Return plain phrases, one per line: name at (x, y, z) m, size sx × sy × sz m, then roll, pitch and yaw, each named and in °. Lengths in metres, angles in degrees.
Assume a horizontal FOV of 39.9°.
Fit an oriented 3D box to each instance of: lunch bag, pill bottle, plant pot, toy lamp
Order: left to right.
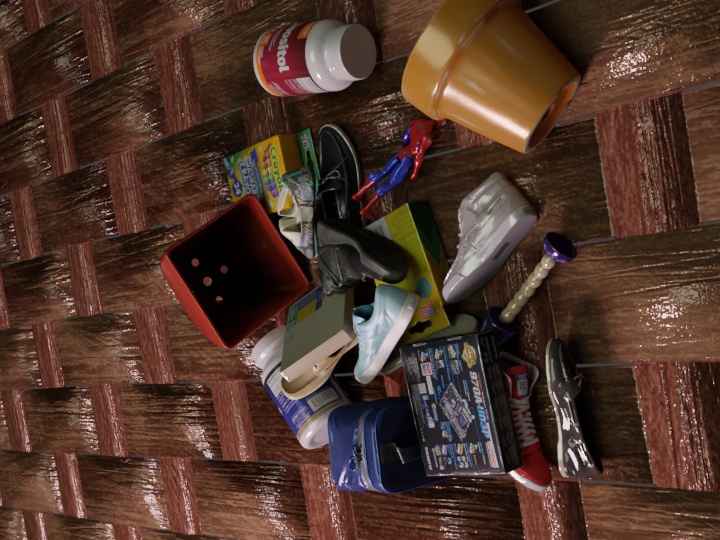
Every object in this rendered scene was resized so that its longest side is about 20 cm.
plant pot at (-0.247, 0.011, 1.778) m, size 0.201 × 0.199 × 0.176 m, roll 58°, pitch 151°, yaw -10°
pill bottle at (-0.103, 0.201, 1.743) m, size 0.201 × 0.115 × 0.116 m, roll 54°, pitch 130°, yaw 24°
pill bottle at (-0.073, -0.345, 1.608) m, size 0.198 × 0.112 × 0.115 m, roll 4°, pitch 101°, yaw 44°
lunch bag at (0.049, 0.269, 1.544) m, size 0.131 × 0.199 × 0.138 m, roll -9°, pitch 86°, yaw 42°
plant pot at (0.185, -0.260, 1.324) m, size 0.183 × 0.200 × 0.201 m, roll 39°, pitch 125°, yaw 15°
toy lamp at (0.233, 0.034, 1.416) m, size 0.058 × 0.058 × 0.201 m, roll 51°, pitch 126°, yaw 25°

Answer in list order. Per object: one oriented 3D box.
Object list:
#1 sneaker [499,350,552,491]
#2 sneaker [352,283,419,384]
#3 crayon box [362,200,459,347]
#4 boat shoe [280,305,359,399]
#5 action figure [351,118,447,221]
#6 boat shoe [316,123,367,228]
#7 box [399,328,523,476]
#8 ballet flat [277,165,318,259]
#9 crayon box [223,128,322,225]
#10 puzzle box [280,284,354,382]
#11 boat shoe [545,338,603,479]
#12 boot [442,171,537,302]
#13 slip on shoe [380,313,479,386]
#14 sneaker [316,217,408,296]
sneaker at (0.232, 0.212, 1.439) m, size 0.201 × 0.071 × 0.113 m, roll 57°, pitch 135°, yaw 24°
sneaker at (0.020, 0.091, 1.534) m, size 0.081 × 0.074 × 0.201 m, roll 28°, pitch 127°, yaw 0°
crayon box at (0.080, 0.007, 1.566) m, size 0.126 × 0.050 × 0.203 m, roll -26°, pitch 79°, yaw 45°
boat shoe at (-0.065, 0.131, 1.656) m, size 0.074 × 0.066 × 0.200 m, roll 42°, pitch 90°, yaw 21°
action figure at (0.067, -0.168, 1.534) m, size 0.200 × 0.051 × 0.066 m, roll -51°, pitch 39°, yaw 25°
boat shoe at (-0.039, -0.145, 1.650) m, size 0.074 × 0.062 × 0.203 m, roll -13°, pitch 88°, yaw 47°
box at (0.144, 0.195, 1.446) m, size 0.158 × 0.046 × 0.203 m, roll -15°, pitch 86°, yaw 47°
ballet flat at (-0.108, -0.095, 1.677) m, size 0.074 × 0.074 × 0.202 m, roll 41°, pitch 147°, yaw 32°
crayon box at (-0.158, -0.166, 1.772) m, size 0.199 × 0.051 × 0.128 m, roll -15°, pitch 87°, yaw 45°
puzzle box at (-0.067, 0.084, 1.624) m, size 0.132 × 0.201 × 0.025 m, roll -35°, pitch 113°, yaw 20°
boat shoe at (0.299, 0.191, 1.378) m, size 0.056 × 0.067 × 0.203 m, roll -4°, pitch 100°, yaw 29°
boot at (0.171, -0.050, 1.459) m, size 0.200 × 0.073 × 0.096 m, roll -50°, pitch 57°, yaw 29°
slip on shoe at (0.114, 0.126, 1.554) m, size 0.061 × 0.074 × 0.199 m, roll 45°, pitch 129°, yaw -15°
sneaker at (0.000, 0.000, 1.560) m, size 0.198 × 0.076 × 0.116 m, roll 27°, pitch 120°, yaw 41°
